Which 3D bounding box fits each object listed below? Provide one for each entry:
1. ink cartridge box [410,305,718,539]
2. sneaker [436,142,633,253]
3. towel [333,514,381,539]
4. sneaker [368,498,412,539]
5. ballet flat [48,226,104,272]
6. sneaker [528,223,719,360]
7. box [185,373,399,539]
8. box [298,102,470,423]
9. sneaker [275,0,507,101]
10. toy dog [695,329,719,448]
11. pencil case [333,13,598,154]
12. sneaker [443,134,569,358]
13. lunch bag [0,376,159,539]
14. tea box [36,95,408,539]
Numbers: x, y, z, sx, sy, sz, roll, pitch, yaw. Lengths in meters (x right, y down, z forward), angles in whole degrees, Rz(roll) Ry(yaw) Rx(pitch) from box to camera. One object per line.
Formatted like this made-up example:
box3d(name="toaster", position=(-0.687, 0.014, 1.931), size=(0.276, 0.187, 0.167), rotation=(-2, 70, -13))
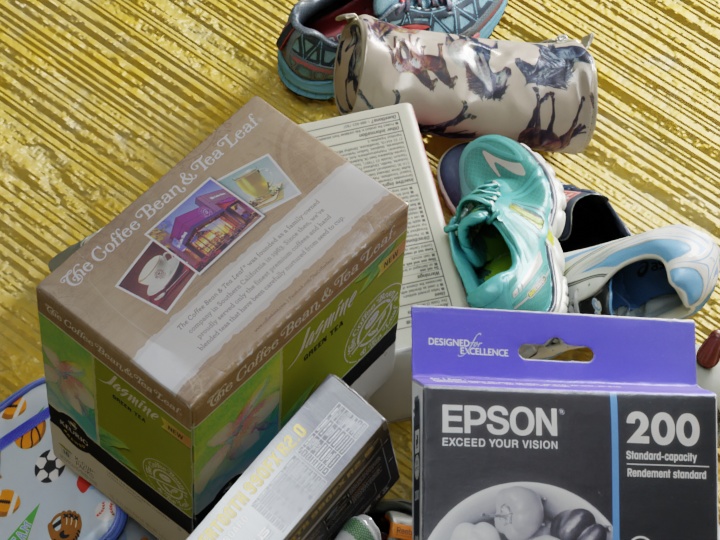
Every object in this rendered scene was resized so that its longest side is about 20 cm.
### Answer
box3d(name="ink cartridge box", position=(0.128, 0.121, 1.457), size=(0.196, 0.043, 0.202), rotation=(2, 78, -14))
box3d(name="sneaker", position=(0.138, -0.043, 1.700), size=(0.200, 0.085, 0.075), rotation=(37, 68, 21))
box3d(name="towel", position=(-0.052, 0.263, 1.485), size=(0.031, 0.150, 0.200), rotation=(26, 53, 36))
box3d(name="sneaker", position=(0.053, 0.193, 1.572), size=(0.198, 0.080, 0.074), rotation=(4, 60, -3))
box3d(name="ballet flat", position=(-0.143, -0.011, 1.673), size=(0.199, 0.064, 0.067), rotation=(13, 28, 33))
box3d(name="sneaker", position=(0.157, 0.023, 1.619), size=(0.072, 0.199, 0.072), rotation=(60, 37, -9))
box3d(name="box", position=(-0.059, 0.171, 1.459), size=(0.048, 0.159, 0.200), rotation=(38, 80, 15))
box3d(name="box", position=(0.000, 0.000, 1.667), size=(0.127, 0.109, 0.201), rotation=(-12, 61, -5))
box3d(name="sneaker", position=(0.030, -0.199, 1.786), size=(0.199, 0.096, 0.080), rotation=(-27, 63, -12))
box3d(name="toy dog", position=(0.265, 0.081, 1.572), size=(0.199, 0.096, 0.132), rotation=(-6, 57, -40))
box3d(name="pencil case", position=(0.077, -0.142, 1.737), size=(0.198, 0.078, 0.090), rotation=(7, 76, -11))
box3d(name="sneaker", position=(0.098, -0.031, 1.621), size=(0.077, 0.080, 0.201), rotation=(-35, 37, 22))
box3d(name="lunch bag", position=(-0.241, 0.172, 1.568), size=(0.199, 0.076, 0.161), rotation=(-33, 58, 9))
box3d(name="tea box", position=(-0.085, 0.039, 1.461), size=(0.133, 0.197, 0.200), rotation=(35, 61, 21))
